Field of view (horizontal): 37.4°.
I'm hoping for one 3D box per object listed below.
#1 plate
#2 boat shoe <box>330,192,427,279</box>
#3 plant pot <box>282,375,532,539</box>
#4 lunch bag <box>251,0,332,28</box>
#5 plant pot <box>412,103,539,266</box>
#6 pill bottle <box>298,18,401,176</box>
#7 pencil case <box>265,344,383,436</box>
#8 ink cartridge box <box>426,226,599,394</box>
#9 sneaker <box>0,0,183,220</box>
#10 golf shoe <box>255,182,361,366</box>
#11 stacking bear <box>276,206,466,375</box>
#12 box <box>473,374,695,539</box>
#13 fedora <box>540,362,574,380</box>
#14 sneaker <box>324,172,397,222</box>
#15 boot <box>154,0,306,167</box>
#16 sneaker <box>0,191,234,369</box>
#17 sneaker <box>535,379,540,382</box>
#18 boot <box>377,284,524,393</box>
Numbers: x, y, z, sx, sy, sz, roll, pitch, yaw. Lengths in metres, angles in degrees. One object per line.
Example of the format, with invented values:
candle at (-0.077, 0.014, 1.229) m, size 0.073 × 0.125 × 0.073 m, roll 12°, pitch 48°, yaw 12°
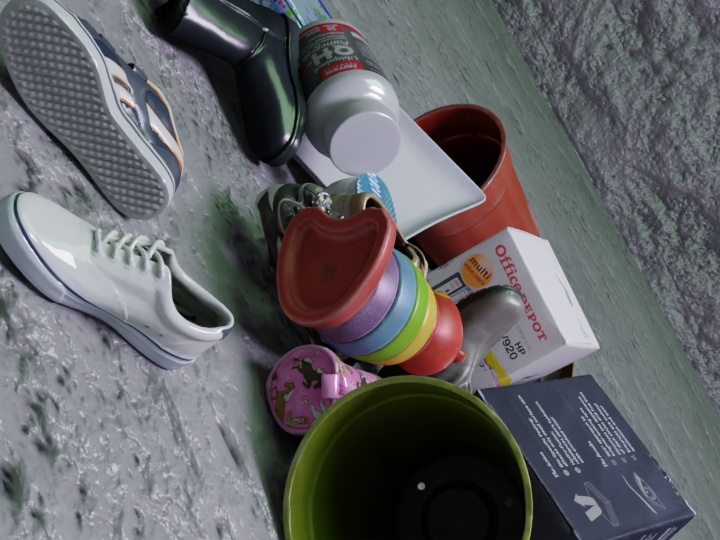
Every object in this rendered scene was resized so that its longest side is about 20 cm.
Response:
plate at (0.024, -0.117, 1.277) m, size 0.199 × 0.032 × 0.200 m, roll -26°, pitch 66°, yaw -40°
boat shoe at (0.032, 0.005, 1.079) m, size 0.200 × 0.064 × 0.071 m, roll 53°, pitch 50°, yaw -29°
plant pot at (0.062, 0.207, 0.901) m, size 0.201 × 0.199 × 0.193 m, roll 69°, pitch 11°, yaw 22°
lunch bag at (-0.079, -0.300, 1.366) m, size 0.200 × 0.082 × 0.161 m, roll 55°, pitch 19°, yaw -15°
plant pot at (0.143, -0.087, 1.450) m, size 0.195 × 0.200 × 0.202 m, roll 50°, pitch 22°, yaw -42°
pill bottle at (-0.019, -0.193, 1.202) m, size 0.111 × 0.111 × 0.200 m, roll 41°, pitch 17°, yaw -38°
pencil case at (0.001, 0.126, 0.972) m, size 0.200 × 0.086 × 0.083 m, roll 26°, pitch 27°, yaw -50°
ink cartridge box at (0.139, 0.065, 1.205) m, size 0.144 × 0.199 × 0.148 m, roll 9°, pitch 53°, yaw -63°
sneaker at (-0.213, -0.140, 0.861) m, size 0.201 × 0.078 × 0.080 m, roll 61°, pitch 23°, yaw -28°
golf shoe at (-0.044, 0.005, 1.045) m, size 0.077 × 0.088 × 0.201 m, roll -28°, pitch 114°, yaw -29°
stacking bear at (0.025, 0.035, 0.984) m, size 0.200 × 0.121 × 0.114 m, roll 35°, pitch 67°, yaw -45°
box at (0.213, 0.228, 1.141) m, size 0.199 × 0.118 × 0.197 m, roll 0°, pitch 46°, yaw -41°
fedora at (0.211, 0.099, 1.424) m, size 0.081 × 0.201 × 0.202 m, roll -5°, pitch 56°, yaw -18°
sneaker at (0.000, 0.000, 1.153) m, size 0.076 × 0.080 × 0.201 m, roll -3°, pitch 85°, yaw -49°
boot at (-0.142, -0.223, 1.135) m, size 0.168 × 0.076 × 0.201 m, roll 21°, pitch 56°, yaw -41°
sneaker at (-0.173, -0.002, 0.776) m, size 0.200 × 0.071 × 0.073 m, roll 41°, pitch 28°, yaw -40°
sneaker at (0.198, 0.173, 1.350) m, size 0.201 × 0.090 × 0.076 m, roll 58°, pitch 19°, yaw -8°
boot at (0.103, 0.117, 1.067) m, size 0.068 × 0.200 × 0.131 m, roll 28°, pitch 32°, yaw -36°
